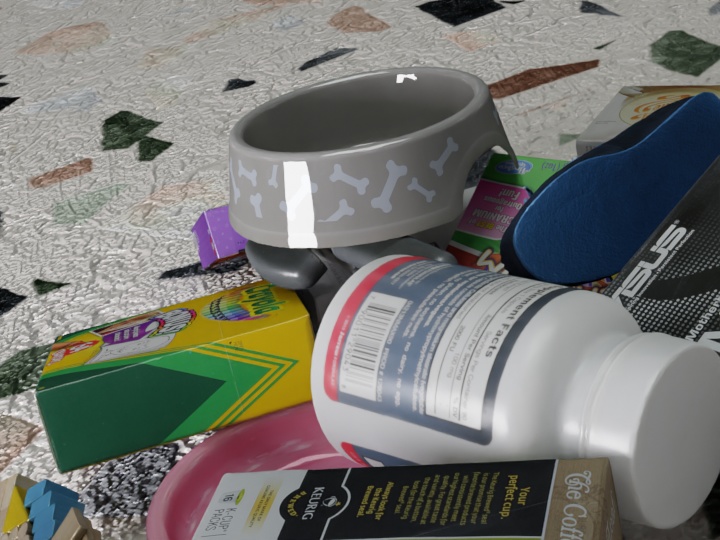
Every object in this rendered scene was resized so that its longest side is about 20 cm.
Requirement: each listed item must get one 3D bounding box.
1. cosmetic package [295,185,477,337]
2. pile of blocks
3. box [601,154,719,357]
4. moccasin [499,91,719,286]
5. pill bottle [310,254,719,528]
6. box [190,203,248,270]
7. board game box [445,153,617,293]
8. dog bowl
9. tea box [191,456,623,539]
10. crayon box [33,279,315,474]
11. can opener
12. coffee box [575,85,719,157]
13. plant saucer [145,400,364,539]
[{"bbox_3d":[0.055,0.000,1.105,0.199,0.074,0.102,-19,28,-9],"label":"cosmetic package"},{"bbox_3d":[-0.158,0.172,0.862,0.082,0.062,0.200,-55,30,10],"label":"pile of blocks"},{"bbox_3d":[0.245,-0.008,0.801,0.200,0.048,0.193,-47,37,-13],"label":"box"},{"bbox_3d":[0.156,-0.039,0.942,0.199,0.081,0.068,-29,2,-32],"label":"moccasin"},{"bbox_3d":[0.082,0.064,0.794,0.199,0.120,0.119,12,36,42],"label":"pill bottle"},{"bbox_3d":[-0.056,-0.040,1.183,0.136,0.039,0.200,-18,1,-9],"label":"box"},{"bbox_3d":[0.123,0.014,0.978,0.152,0.040,0.201,8,50,25],"label":"board game box"},{"bbox_3d":[0.003,-0.081,1.021,0.199,0.059,0.200,-11,22,4],"label":"dog bowl"},{"bbox_3d":[0.015,0.193,0.669,0.195,0.134,0.200,-5,28,18],"label":"tea box"},{"bbox_3d":[-0.118,0.061,1.020,0.171,0.059,0.200,-17,9,-5],"label":"crayon box"},{"bbox_3d":[0.000,0.000,0.991,0.067,0.053,0.200,-51,34,-15],"label":"can opener"},{"bbox_3d":[0.278,-0.085,1.162,0.199,0.080,0.114,4,31,31],"label":"coffee box"},{"bbox_3d":[-0.021,0.141,0.884,0.199,0.051,0.201,-10,25,5],"label":"plant saucer"}]
